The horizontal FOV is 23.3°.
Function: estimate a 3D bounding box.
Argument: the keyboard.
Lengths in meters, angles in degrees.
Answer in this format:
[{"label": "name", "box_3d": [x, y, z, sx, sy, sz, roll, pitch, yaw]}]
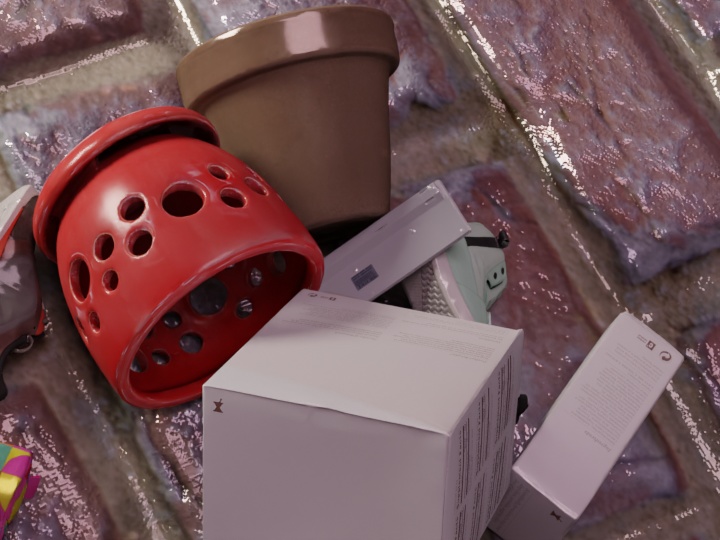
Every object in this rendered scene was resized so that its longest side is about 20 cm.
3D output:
[{"label": "keyboard", "box_3d": [0.000, 0.000, 1.497, 0.199, 0.011, 0.057, -35, 76, 7]}]

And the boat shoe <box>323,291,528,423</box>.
[{"label": "boat shoe", "box_3d": [0.034, 0.101, 1.451, 0.199, 0.093, 0.075, 30, 17, 16]}]

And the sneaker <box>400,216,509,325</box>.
[{"label": "sneaker", "box_3d": [0.104, 0.046, 1.531, 0.117, 0.073, 0.203, -5, 76, -46]}]

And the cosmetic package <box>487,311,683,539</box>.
[{"label": "cosmetic package", "box_3d": [0.187, 0.141, 1.481, 0.074, 0.102, 0.200, 37, 55, 8]}]

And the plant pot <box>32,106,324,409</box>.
[{"label": "plant pot", "box_3d": [-0.157, -0.018, 1.414, 0.199, 0.201, 0.183, -26, 65, -28]}]

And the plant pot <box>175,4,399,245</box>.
[{"label": "plant pot", "box_3d": [-0.046, -0.116, 1.531, 0.198, 0.200, 0.177, -12, 81, -23]}]

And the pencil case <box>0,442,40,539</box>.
[{"label": "pencil case", "box_3d": [-0.346, 0.148, 1.328, 0.198, 0.089, 0.089, 21, 56, -7]}]

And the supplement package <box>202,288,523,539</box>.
[{"label": "supplement package", "box_3d": [0.004, 0.129, 1.315, 0.189, 0.149, 0.200, 10, 23, 17]}]

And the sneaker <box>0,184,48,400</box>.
[{"label": "sneaker", "box_3d": [-0.295, 0.024, 1.437, 0.082, 0.077, 0.202, 35, 52, -27]}]
